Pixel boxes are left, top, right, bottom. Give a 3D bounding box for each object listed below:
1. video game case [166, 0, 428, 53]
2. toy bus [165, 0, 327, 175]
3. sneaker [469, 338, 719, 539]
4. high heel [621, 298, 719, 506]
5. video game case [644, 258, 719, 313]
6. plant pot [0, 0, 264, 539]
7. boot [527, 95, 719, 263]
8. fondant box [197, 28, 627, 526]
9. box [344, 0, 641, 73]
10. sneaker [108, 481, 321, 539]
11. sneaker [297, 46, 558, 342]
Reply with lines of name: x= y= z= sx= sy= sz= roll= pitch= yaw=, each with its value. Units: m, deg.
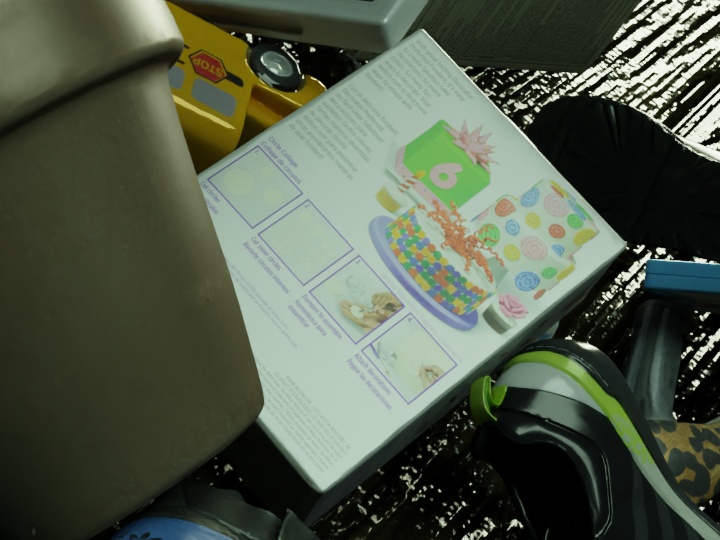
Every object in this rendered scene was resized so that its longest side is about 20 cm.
video game case: x=-0.024 y=-0.188 z=0.919 sx=0.180 sy=0.023 sz=0.201 roll=11 pitch=47 yaw=25
toy bus: x=-0.116 y=-0.092 z=0.828 sx=0.199 sy=0.065 sz=0.079 roll=26 pitch=40 yaw=-17
sneaker: x=0.109 y=0.126 z=0.780 sx=0.201 sy=0.071 sz=0.083 roll=54 pitch=47 yaw=-7
high heel: x=0.204 y=0.120 z=0.894 sx=0.199 sy=0.071 sz=0.143 roll=33 pitch=48 yaw=-11
video game case: x=0.254 y=0.016 z=0.918 sx=0.198 sy=0.018 sz=0.143 roll=5 pitch=-4 yaw=15
plant pot: x=-0.124 y=0.005 z=0.650 sx=0.176 sy=0.199 sz=0.200 roll=58 pitch=38 yaw=-4
boot: x=0.211 y=-0.040 z=1.032 sx=0.197 sy=0.074 sz=0.162 roll=24 pitch=10 yaw=29
fondant box: x=0.000 y=0.000 z=0.783 sx=0.199 sy=0.058 sz=0.144 roll=-36 pitch=76 yaw=-28
box: x=0.074 y=-0.179 z=1.049 sx=0.199 sy=0.095 sz=0.078 roll=-1 pitch=51 yaw=-42
sneaker: x=-0.020 y=0.165 z=0.644 sx=0.200 sy=0.077 sz=0.111 roll=48 pitch=27 yaw=-4
sneaker: x=0.026 y=-0.031 z=0.893 sx=0.201 sy=0.072 sz=0.072 roll=52 pitch=14 yaw=19
